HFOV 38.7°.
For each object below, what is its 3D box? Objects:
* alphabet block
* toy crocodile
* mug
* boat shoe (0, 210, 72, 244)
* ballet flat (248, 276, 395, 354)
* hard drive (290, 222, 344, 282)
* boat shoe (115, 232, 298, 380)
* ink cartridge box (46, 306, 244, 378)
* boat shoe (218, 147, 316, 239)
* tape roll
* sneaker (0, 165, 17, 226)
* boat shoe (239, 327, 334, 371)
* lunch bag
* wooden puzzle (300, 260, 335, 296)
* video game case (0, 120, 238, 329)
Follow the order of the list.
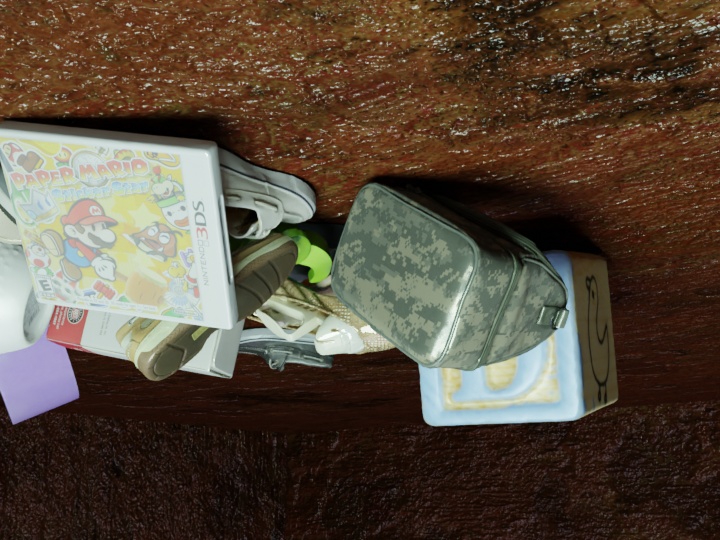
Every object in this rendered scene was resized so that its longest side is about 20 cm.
[{"bbox_3d":[0.192,0.080,1.246,0.195,0.197,0.200,-4,178,25],"label":"alphabet block"},{"bbox_3d":[-0.118,-0.034,1.076,0.199,0.068,0.062,10,119,-30],"label":"toy crocodile"},{"bbox_3d":[-0.410,0.001,1.090,0.174,0.149,0.200,15,-150,4],"label":"mug"},{"bbox_3d":[-0.288,-0.064,1.069,0.198,0.073,0.063,1,-150,-25],"label":"boat shoe"},{"bbox_3d":[-0.045,0.058,1.108,0.199,0.065,0.071,16,142,32],"label":"ballet flat"},{"bbox_3d":[-0.093,-0.017,1.261,0.138,0.033,0.200,2,166,-7],"label":"hard drive"},{"bbox_3d":[-0.153,0.018,1.008,0.200,0.076,0.072,-37,149,-25],"label":"boat shoe"},{"bbox_3d":[-0.229,0.031,1.148,0.198,0.148,0.083,10,169,13],"label":"ink cartridge box"},{"bbox_3d":[-0.111,-0.063,0.993,0.070,0.070,0.200,-7,166,29],"label":"boat shoe"},{"bbox_3d":[-0.414,0.076,1.236,0.084,0.201,0.200,-21,174,-21],"label":"tape roll"},{"bbox_3d":[-0.247,-0.072,0.952,0.199,0.121,0.084,32,-150,2],"label":"sneaker"},{"bbox_3d":[-0.141,0.143,1.826,0.198,0.072,0.072,1,166,-2],"label":"boat shoe"},{"bbox_3d":[0.090,0.004,1.023,0.167,0.140,0.200,9,-163,-42],"label":"lunch bag"},{"bbox_3d":[0.000,0.000,1.215,0.184,0.038,0.199,-17,177,-39],"label":"wooden puzzle"},{"bbox_3d":[-0.211,-0.037,0.899,0.198,0.023,0.183,7,126,13],"label":"video game case"}]
